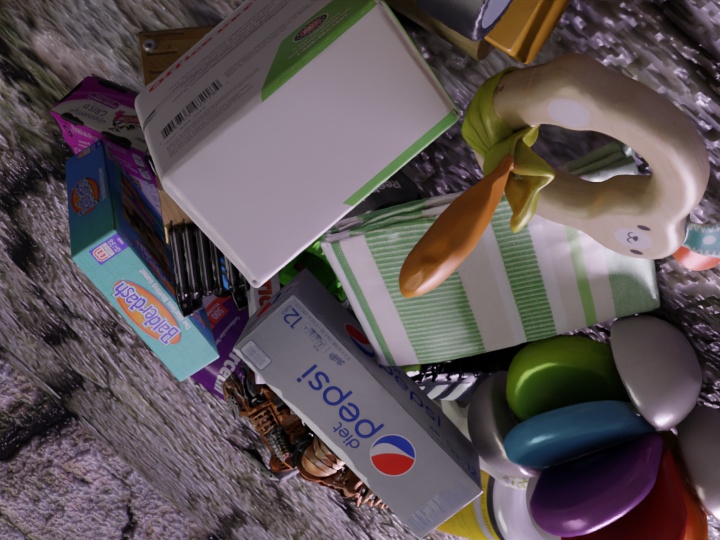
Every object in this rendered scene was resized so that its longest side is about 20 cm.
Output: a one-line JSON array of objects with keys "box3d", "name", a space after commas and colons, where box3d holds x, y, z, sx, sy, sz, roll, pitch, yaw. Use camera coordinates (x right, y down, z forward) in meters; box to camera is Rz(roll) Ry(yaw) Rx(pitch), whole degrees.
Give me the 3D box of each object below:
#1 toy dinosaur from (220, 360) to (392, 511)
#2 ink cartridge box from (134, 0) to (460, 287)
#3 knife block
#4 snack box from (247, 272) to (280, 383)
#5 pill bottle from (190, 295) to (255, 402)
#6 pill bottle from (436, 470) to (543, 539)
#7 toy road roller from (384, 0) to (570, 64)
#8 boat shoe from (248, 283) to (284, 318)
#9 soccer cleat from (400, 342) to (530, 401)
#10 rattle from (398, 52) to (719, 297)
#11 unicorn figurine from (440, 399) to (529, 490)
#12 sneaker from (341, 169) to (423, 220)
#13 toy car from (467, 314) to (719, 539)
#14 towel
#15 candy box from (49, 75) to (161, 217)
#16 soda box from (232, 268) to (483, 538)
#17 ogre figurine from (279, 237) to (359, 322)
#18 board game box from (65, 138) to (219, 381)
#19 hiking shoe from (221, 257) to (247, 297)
[{"box3d": [-0.030, 0.147, 0.889, 0.200, 0.136, 0.102, 47, 161, -18], "name": "toy dinosaur"}, {"box3d": [-0.050, -0.098, 0.584, 0.084, 0.145, 0.200, 49, -178, -27], "name": "ink cartridge box"}, {"box3d": [-0.132, -0.070, 0.792, 0.176, 0.064, 0.201, 108, 152, -66], "name": "knife block"}, {"box3d": [-0.085, -0.010, 0.825, 0.024, 0.201, 0.072, -3, 149, -9], "name": "snack box"}, {"box3d": [-0.117, 0.113, 1.141, 0.200, 0.113, 0.113, 32, 154, 14], "name": "pill bottle"}, {"box3d": [0.118, 0.214, 0.988, 0.112, 0.112, 0.200, 50, 153, -21], "name": "pill bottle"}, {"box3d": [0.053, -0.188, 0.449, 0.123, 0.146, 0.200, 34, -168, 10], "name": "toy road roller"}, {"box3d": [-0.071, 0.059, 0.958, 0.073, 0.063, 0.201, 56, -175, 9], "name": "boat shoe"}, {"box3d": [0.060, 0.075, 0.794, 0.199, 0.068, 0.081, -8, 170, 11], "name": "soccer cleat"}, {"box3d": [0.133, -0.009, 0.517, 0.130, 0.143, 0.200, -24, 129, 40], "name": "rattle"}, {"box3d": [0.108, 0.142, 0.866, 0.074, 0.138, 0.200, 12, -171, -38], "name": "unicorn figurine"}, {"box3d": [0.003, -0.063, 0.695, 0.200, 0.066, 0.090, 59, 174, -1], "name": "sneaker"}, {"box3d": [0.174, 0.143, 0.697, 0.175, 0.150, 0.200, -27, 108, 32], "name": "toy car"}, {"box3d": [0.089, -0.002, 0.643, 0.199, 0.023, 0.153, -16, 134, 9], "name": "towel"}, {"box3d": [-0.218, -0.090, 1.008, 0.136, 0.061, 0.200, 24, 151, 28], "name": "candy box"}, {"box3d": [0.001, 0.097, 0.717, 0.200, 0.063, 0.068, 47, -166, -10], "name": "soda box"}, {"box3d": [0.000, 0.000, 0.821, 0.120, 0.098, 0.200, 32, 168, -12], "name": "ogre figurine"}, {"box3d": [-0.198, -0.014, 0.872, 0.152, 0.045, 0.200, 57, -179, -32], "name": "board game box"}, {"box3d": [-0.141, -0.037, 0.951, 0.086, 0.075, 0.200, -1, 136, 28], "name": "hiking shoe"}]
